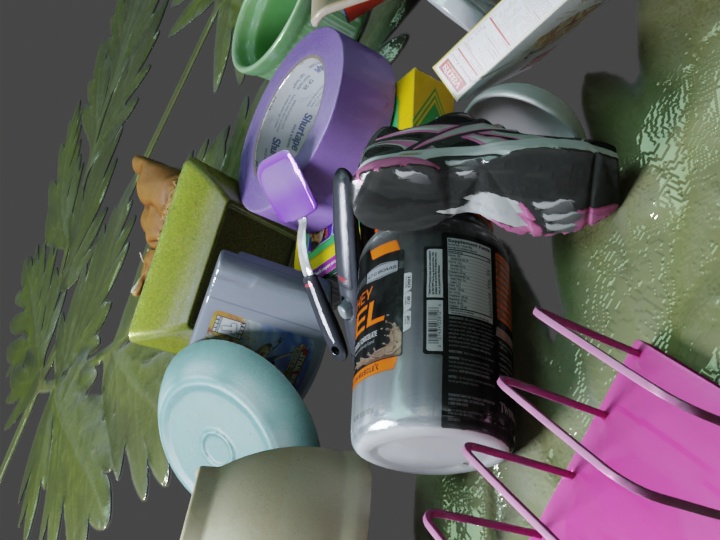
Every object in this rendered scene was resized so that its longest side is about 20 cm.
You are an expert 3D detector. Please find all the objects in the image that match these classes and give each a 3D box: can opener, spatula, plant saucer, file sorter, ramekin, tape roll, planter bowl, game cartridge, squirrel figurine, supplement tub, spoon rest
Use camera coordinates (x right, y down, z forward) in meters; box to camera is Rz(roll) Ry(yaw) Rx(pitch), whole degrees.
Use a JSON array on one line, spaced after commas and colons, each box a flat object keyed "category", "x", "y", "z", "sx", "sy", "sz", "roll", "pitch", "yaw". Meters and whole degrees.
[{"category": "can opener", "x": 0.000, "y": 0.000, "z": 0.787, "sx": 0.078, "sy": 0.063, "sz": 0.201, "roll": 21, "pitch": 133, "yaw": 35}, {"category": "spatula", "x": -0.049, "y": -0.011, "z": 0.835, "sx": 0.056, "sy": 0.020, "sz": 0.202, "roll": -17, "pitch": 89, "yaw": 42}, {"category": "plant saucer", "x": -0.130, "y": 0.167, "z": 0.871, "sx": 0.199, "sy": 0.036, "sz": 0.202, "roll": 11, "pitch": 113, "yaw": 28}, {"category": "file sorter", "x": 0.127, "y": 0.142, "z": 0.517, "sx": 0.201, "sy": 0.125, "sz": 0.139, "roll": -64, "pitch": 31, "yaw": 8}, {"category": "ramekin", "x": -0.074, "y": -0.328, "z": 1.147, "sx": 0.200, "sy": 0.097, "sz": 0.201, "roll": -36, "pitch": 44, "yaw": 43}, {"category": "tape roll", "x": -0.049, "y": -0.143, "z": 0.917, "sx": 0.200, "sy": 0.065, "sz": 0.201, "roll": -39, "pitch": 40, "yaw": 41}, {"category": "planter bowl", "x": -0.082, "y": 0.231, "z": 0.718, "sx": 0.200, "sy": 0.134, "sz": 0.202, "roll": -166, "pitch": 90, "yaw": -84}, {"category": "game cartridge", "x": -0.106, "y": 0.081, "z": 0.904, "sx": 0.042, "sy": 0.132, "sz": 0.201, "roll": -82, "pitch": 14, "yaw": -58}, {"category": "squirrel figurine", "x": -0.250, "y": -0.041, "z": 1.222, "sx": 0.200, "sy": 0.141, "sz": 0.188, "roll": 28, "pitch": 103, "yaw": 62}, {"category": "supplement tub", "x": 0.056, "y": 0.045, "z": 0.691, "sx": 0.122, "sy": 0.122, "sz": 0.201, "roll": -31, "pitch": 47, "yaw": 46}, {"category": "spoon rest", "x": 0.110, "y": -0.106, "z": 0.738, "sx": 0.061, "sy": 0.099, "sz": 0.200, "roll": -58, "pitch": 19, "yaw": -11}, {"category": "plant saucer", "x": -0.138, "y": 0.005, "z": 0.979, "sx": 0.048, "sy": 0.199, "sz": 0.202, "roll": 12, "pitch": 82, "yaw": 35}]

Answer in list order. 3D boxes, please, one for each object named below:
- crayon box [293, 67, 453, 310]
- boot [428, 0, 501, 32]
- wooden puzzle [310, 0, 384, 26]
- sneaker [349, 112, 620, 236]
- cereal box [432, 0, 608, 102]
[{"category": "crayon box", "x": 0.011, "y": -0.075, "z": 0.898, "sx": 0.200, "sy": 0.058, "sz": 0.174, "roll": -31, "pitch": 46, "yaw": 47}, {"category": "boot", "x": 0.109, "y": -0.259, "z": 0.776, "sx": 0.096, "sy": 0.073, "sz": 0.200, "roll": -52, "pitch": 2, "yaw": 20}, {"category": "wooden puzzle", "x": 0.042, "y": -0.330, "z": 0.946, "sx": 0.199, "sy": 0.046, "sz": 0.186, "roll": -19, "pitch": 39, "yaw": 15}, {"category": "sneaker", "x": 0.092, "y": -0.084, "z": 0.660, "sx": 0.087, "sy": 0.198, "sz": 0.081, "roll": -87, "pitch": 0, "yaw": -46}, {"category": "cereal box", "x": 0.161, "y": -0.213, "z": 0.680, "sx": 0.040, "sy": 0.144, "sz": 0.200, "roll": 54, "pitch": 132, "yaw": 3}]
